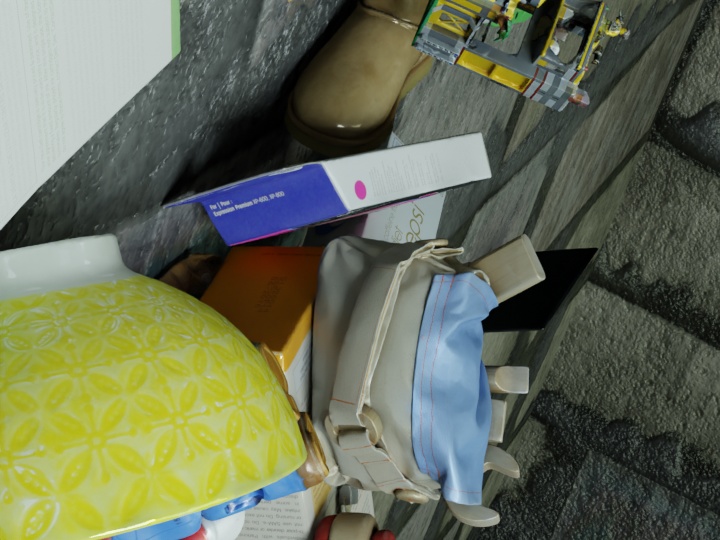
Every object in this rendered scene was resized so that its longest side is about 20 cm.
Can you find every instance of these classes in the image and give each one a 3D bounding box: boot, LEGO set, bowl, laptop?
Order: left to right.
[{"bbox_3d":[-0.128,0.045,0.618,0.200,0.198,0.109,-12,91,-73],"label":"bowl"},{"bbox_3d":[0.018,-0.189,0.904,0.175,0.066,0.201,-59,167,-51],"label":"boot"},{"bbox_3d":[0.181,0.068,1.852,0.187,0.115,0.201,-47,159,-47],"label":"laptop"},{"bbox_3d":[0.117,-0.186,0.851,0.154,0.115,0.201,121,-9,-66],"label":"LEGO set"}]

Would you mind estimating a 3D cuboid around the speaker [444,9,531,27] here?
[{"bbox_3d":[0.105,-0.225,1.099,0.089,0.088,0.200,-68,166,19],"label":"speaker"}]

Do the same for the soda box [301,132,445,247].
[{"bbox_3d":[0.000,0.000,1.008,0.068,0.064,0.201,-29,-151,33],"label":"soda box"}]

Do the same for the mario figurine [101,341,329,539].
[{"bbox_3d":[-0.123,0.103,0.768,0.199,0.124,0.106,-26,180,-1],"label":"mario figurine"}]

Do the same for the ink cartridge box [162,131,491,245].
[{"bbox_3d":[-0.014,-0.047,0.883,0.199,0.094,0.037,-12,89,-53],"label":"ink cartridge box"}]

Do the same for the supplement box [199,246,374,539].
[{"bbox_3d":[-0.048,0.102,0.880,0.126,0.073,0.202,-63,149,-60],"label":"supplement box"}]

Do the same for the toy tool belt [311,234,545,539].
[{"bbox_3d":[0.038,0.080,0.823,0.125,0.122,0.202,23,68,-73],"label":"toy tool belt"}]

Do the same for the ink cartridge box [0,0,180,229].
[{"bbox_3d":[-0.136,-0.083,0.549,0.200,0.048,0.146,-52,162,-34],"label":"ink cartridge box"}]

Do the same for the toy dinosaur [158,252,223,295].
[{"bbox_3d":[-0.127,0.043,0.829,0.200,0.060,0.107,-51,143,-68],"label":"toy dinosaur"}]
